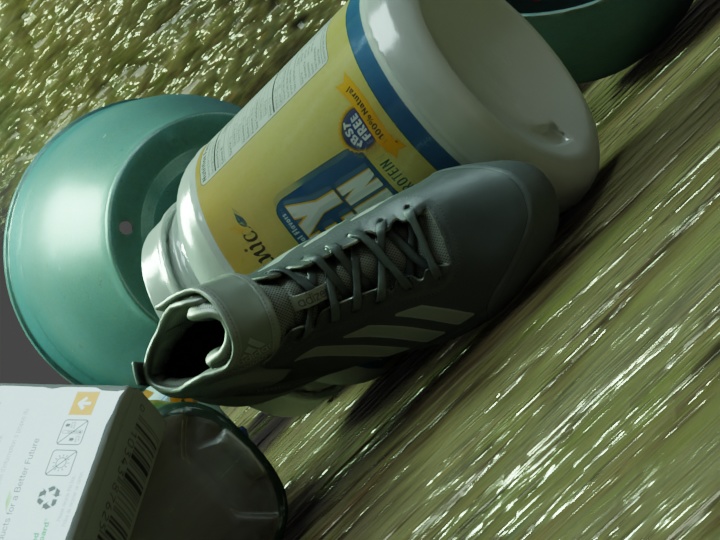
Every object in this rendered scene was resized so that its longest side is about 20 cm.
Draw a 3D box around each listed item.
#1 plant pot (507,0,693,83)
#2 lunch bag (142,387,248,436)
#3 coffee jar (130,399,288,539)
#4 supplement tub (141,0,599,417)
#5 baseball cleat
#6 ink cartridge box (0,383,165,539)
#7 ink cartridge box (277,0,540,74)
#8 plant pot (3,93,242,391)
[{"bbox_3d":[0.117,-0.185,1.382,0.200,0.200,0.135,-46,-33,-15],"label":"plant pot"},{"bbox_3d":[-0.159,0.150,1.403,0.200,0.076,0.160,-47,7,-30],"label":"lunch bag"},{"bbox_3d":[-0.097,0.112,1.098,0.104,0.085,0.200,-43,5,-8],"label":"coffee jar"},{"bbox_3d":[0.002,-0.037,1.165,0.200,0.145,0.145,-43,5,27],"label":"supplement tub"},{"bbox_3d":[-0.009,0.013,1.048,0.199,0.070,0.106,-31,-11,22],"label":"baseball cleat"},{"bbox_3d":[-0.196,0.137,0.977,0.199,0.047,0.199,-2,58,29],"label":"ink cartridge box"},{"bbox_3d":[0.034,-0.126,1.667,0.200,0.145,0.145,-46,5,1],"label":"ink cartridge box"},{"bbox_3d":[-0.104,-0.017,1.463,0.200,0.200,0.188,-46,9,-15],"label":"plant pot"}]
